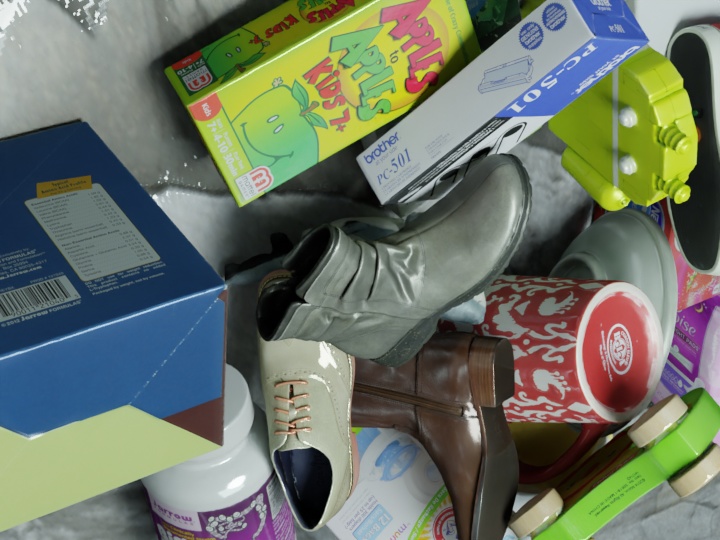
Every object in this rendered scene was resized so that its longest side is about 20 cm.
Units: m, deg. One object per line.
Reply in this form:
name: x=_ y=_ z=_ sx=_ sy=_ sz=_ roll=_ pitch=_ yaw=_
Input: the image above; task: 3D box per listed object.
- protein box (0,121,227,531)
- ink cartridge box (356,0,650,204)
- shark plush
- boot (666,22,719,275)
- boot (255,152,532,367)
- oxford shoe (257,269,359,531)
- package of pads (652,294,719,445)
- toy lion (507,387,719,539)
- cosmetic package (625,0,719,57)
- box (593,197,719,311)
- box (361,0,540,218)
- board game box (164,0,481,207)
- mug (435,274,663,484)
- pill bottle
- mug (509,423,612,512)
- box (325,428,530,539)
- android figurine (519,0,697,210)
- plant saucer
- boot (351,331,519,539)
protein box: x=-0.215 y=0.032 z=0.940 sx=0.198 sy=0.200 sz=0.136 roll=-18 pitch=133 yaw=-28
ink cartridge box: x=0.098 y=-0.119 z=1.066 sx=0.200 sy=0.044 sz=0.094 roll=-38 pitch=165 yaw=31
shark plush: x=0.000 y=0.000 z=1.165 sx=0.199 sy=0.084 sz=0.091 roll=3 pitch=166 yaw=-24
boot: x=0.320 y=-0.100 z=1.227 sx=0.144 sy=0.072 sz=0.201 roll=-9 pitch=104 yaw=-30
boot: x=0.022 y=-0.010 z=1.069 sx=0.130 sy=0.068 sz=0.200 roll=16 pitch=123 yaw=-41
oxford shoe: x=-0.040 y=0.099 z=1.145 sx=0.070 sy=0.074 sz=0.201 roll=-9 pitch=107 yaw=14
package of pads: x=0.336 y=0.070 z=1.495 sx=0.075 sy=0.121 sz=0.201 roll=-23 pitch=136 yaw=-23
toy lion: x=0.207 y=0.158 z=1.207 sx=0.200 sy=0.069 sz=0.192 roll=-43 pitch=175 yaw=25
cosmetic package: x=0.227 y=-0.264 z=1.166 sx=0.101 sy=0.074 sz=0.201 roll=-27 pitch=139 yaw=-21
box: x=0.276 y=-0.070 z=1.345 sx=0.095 sy=0.100 sz=0.201 roll=-20 pitch=134 yaw=-27
box: x=0.059 y=-0.150 z=1.145 sx=0.144 sy=0.036 sz=0.201 roll=-33 pitch=139 yaw=-13
board game box: x=-0.021 y=-0.138 z=1.035 sx=0.199 sy=0.048 sz=0.102 roll=-30 pitch=137 yaw=-4
mug: x=0.146 y=0.077 z=1.239 sx=0.178 sy=0.199 sz=0.134 roll=49 pitch=59 yaw=-29
pill bottle: x=-0.115 y=0.167 z=1.204 sx=0.112 sy=0.112 sz=0.201 roll=-27 pitch=136 yaw=-20
mug: x=0.170 y=0.183 z=1.439 sx=0.186 sy=0.150 sz=0.154 roll=-21 pitch=143 yaw=-16
box: x=0.038 y=0.192 z=1.273 sx=0.113 sy=0.200 sz=0.101 roll=-48 pitch=153 yaw=4
android figurine: x=0.185 y=-0.126 z=1.145 sx=0.041 sy=0.200 sz=0.183 roll=-25 pitch=138 yaw=-16
plant saucer: x=0.197 y=0.041 z=1.311 sx=0.050 sy=0.200 sz=0.201 roll=12 pitch=116 yaw=-22
boot: x=0.023 y=0.129 z=1.201 sx=0.064 sy=0.199 sz=0.188 roll=-2 pitch=95 yaw=-60
